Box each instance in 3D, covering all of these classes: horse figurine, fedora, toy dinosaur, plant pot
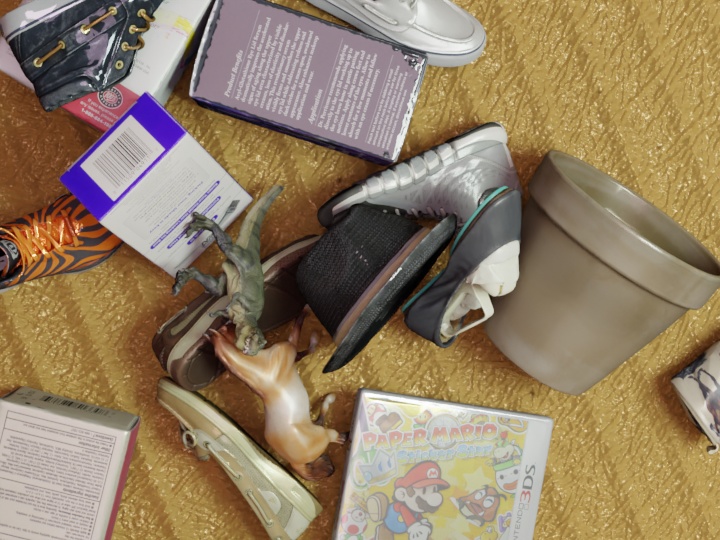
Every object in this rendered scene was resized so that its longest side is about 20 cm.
[{"bbox_3d":[-0.062,0.120,1.435,0.050,0.132,0.201,-6,109,38],"label":"horse figurine"},{"bbox_3d":[0.000,0.000,1.392,0.092,0.201,0.201,40,90,5],"label":"fedora"},{"bbox_3d":[-0.121,-0.006,1.395,0.088,0.047,0.201,16,53,-17],"label":"toy dinosaur"},{"bbox_3d":[0.211,0.015,1.426,0.200,0.200,0.174,32,107,-3],"label":"plant pot"}]

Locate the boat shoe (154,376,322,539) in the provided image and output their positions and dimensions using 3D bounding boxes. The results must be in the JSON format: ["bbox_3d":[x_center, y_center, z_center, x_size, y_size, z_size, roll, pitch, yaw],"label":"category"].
[{"bbox_3d":[-0.126,0.182,1.462,0.201,0.073,0.063,43,85,-11],"label":"boat shoe"}]

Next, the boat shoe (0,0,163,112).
[{"bbox_3d":[-0.201,-0.213,1.304,0.200,0.071,0.091,-25,95,4],"label":"boat shoe"}]

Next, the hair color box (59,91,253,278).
[{"bbox_3d":[-0.180,-0.073,1.382,0.109,0.200,0.065,-45,69,-2],"label":"hair color box"}]

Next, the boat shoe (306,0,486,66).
[{"bbox_3d":[0.030,-0.257,1.445,0.199,0.065,0.074,20,64,-4],"label":"boat shoe"}]

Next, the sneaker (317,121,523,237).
[{"bbox_3d":[0.067,-0.054,1.461,0.199,0.075,0.116,-25,95,-2],"label":"sneaker"}]

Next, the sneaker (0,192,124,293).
[{"bbox_3d":[-0.301,-0.021,1.425,0.199,0.112,0.078,-26,93,-2],"label":"sneaker"}]

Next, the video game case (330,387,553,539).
[{"bbox_3d":[0.078,0.217,1.477,0.199,0.023,0.183,10,91,-14],"label":"video game case"}]

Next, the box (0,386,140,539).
[{"bbox_3d":[-0.293,0.224,1.436,0.127,0.109,0.201,14,92,-3],"label":"box"}]

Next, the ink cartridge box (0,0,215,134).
[{"bbox_3d":[-0.221,-0.233,1.405,0.145,0.145,0.200,32,91,-4],"label":"ink cartridge box"}]

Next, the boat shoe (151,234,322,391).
[{"bbox_3d":[-0.115,0.024,1.455,0.202,0.075,0.075,-37,136,-20],"label":"boat shoe"}]

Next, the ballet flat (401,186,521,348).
[{"bbox_3d":[0.106,0.006,1.393,0.073,0.073,0.200,32,134,-3],"label":"ballet flat"}]

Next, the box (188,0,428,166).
[{"bbox_3d":[-0.049,-0.175,1.415,0.199,0.148,0.105,17,92,-2],"label":"box"}]

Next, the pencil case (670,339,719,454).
[{"bbox_3d":[0.392,0.087,1.477,0.200,0.078,0.090,-38,79,-1],"label":"pencil case"}]
